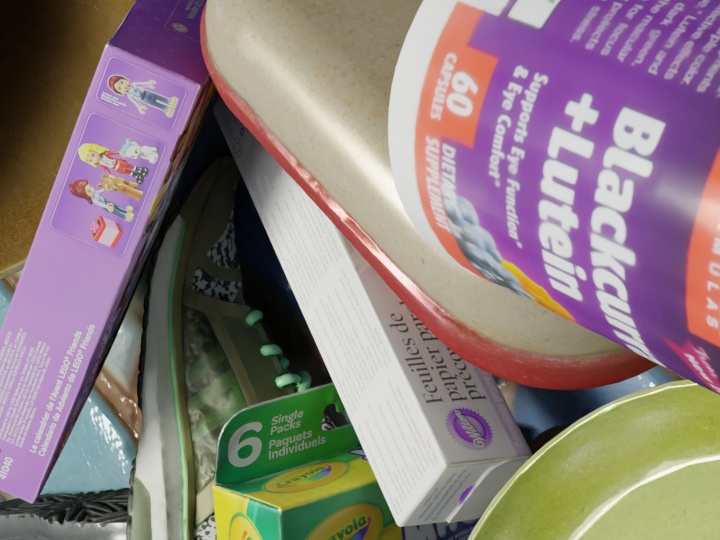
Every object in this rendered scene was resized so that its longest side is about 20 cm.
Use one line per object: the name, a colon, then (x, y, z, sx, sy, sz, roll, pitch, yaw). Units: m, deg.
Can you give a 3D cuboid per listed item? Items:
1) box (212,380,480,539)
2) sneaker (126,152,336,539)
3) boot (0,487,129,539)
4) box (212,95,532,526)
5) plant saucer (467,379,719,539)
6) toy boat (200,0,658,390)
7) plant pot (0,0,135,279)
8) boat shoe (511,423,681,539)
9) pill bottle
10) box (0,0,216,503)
box: (0.009, 0.137, 0.767, 0.048, 0.117, 0.200, 9, 109, 51)
sneaker: (-0.048, 0.052, 0.850, 0.077, 0.088, 0.200, 155, 119, -84)
boot: (-0.107, 0.203, 0.947, 0.165, 0.066, 0.200, -9, 93, 56)
box: (0.000, 0.000, 0.757, 0.041, 0.039, 0.200, -59, 46, 41)
plant saucer: (0.109, 0.133, 0.632, 0.200, 0.031, 0.200, -13, 67, 34)
toy boat: (0.040, -0.040, 0.697, 0.200, 0.130, 0.131, 48, 162, 26)
plant pot: (-0.210, -0.120, 0.895, 0.200, 0.186, 0.187, 51, 135, 42)
boat shoe: (0.085, 0.158, 0.726, 0.068, 0.072, 0.200, 16, 113, 44)
pill bottle: (0.110, -0.020, 0.513, 0.200, 0.111, 0.112, 27, 121, 42)
box: (-0.096, -0.025, 0.807, 0.039, 0.137, 0.200, 23, 121, -3)
